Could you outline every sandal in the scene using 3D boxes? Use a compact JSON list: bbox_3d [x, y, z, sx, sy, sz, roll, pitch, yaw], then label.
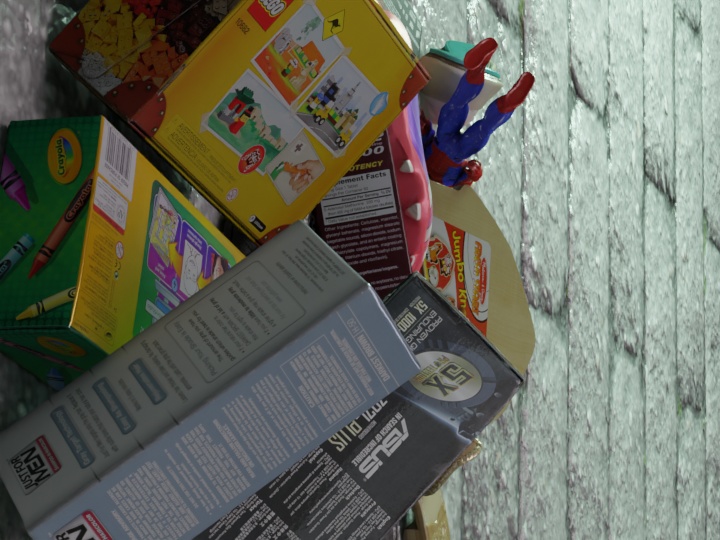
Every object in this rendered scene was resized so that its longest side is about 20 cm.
[{"bbox_3d":[0.062,0.144,1.678,0.078,0.069,0.212,-57,139,-58],"label":"sandal"}]

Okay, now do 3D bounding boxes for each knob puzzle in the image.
[{"bbox_3d":[0.067,0.033,1.662,0.219,0.030,0.221,15,71,-51],"label":"knob puzzle"}]

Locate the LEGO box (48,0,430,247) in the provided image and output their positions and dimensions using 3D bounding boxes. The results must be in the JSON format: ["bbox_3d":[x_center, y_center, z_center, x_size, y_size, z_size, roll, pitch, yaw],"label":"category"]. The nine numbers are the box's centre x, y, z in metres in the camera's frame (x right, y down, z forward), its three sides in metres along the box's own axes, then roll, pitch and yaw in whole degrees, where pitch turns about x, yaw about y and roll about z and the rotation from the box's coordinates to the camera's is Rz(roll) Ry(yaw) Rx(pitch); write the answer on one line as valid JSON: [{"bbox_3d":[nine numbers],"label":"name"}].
[{"bbox_3d":[-0.063,-0.118,1.259,0.149,0.077,0.200,-48,150,-2],"label":"LEGO box"}]

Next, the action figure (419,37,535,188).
[{"bbox_3d":[0.073,-0.101,1.667,0.052,0.065,0.200,-49,175,-26],"label":"action figure"}]

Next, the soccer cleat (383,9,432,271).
[{"bbox_3d":[0.020,-0.085,1.556,0.076,0.066,0.201,-30,114,-71],"label":"soccer cleat"}]

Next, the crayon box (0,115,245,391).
[{"bbox_3d":[-0.129,0.012,1.196,0.200,0.058,0.119,48,43,-60],"label":"crayon box"}]

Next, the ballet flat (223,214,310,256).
[{"bbox_3d":[-0.041,0.045,1.431,0.067,0.057,0.201,-62,144,-53],"label":"ballet flat"}]

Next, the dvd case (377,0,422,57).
[{"bbox_3d":[0.006,-0.136,1.637,0.146,0.022,0.201,53,38,-57],"label":"dvd case"}]

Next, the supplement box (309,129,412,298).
[{"bbox_3d":[0.000,0.000,1.472,0.109,0.061,0.201,-144,-136,-82],"label":"supplement box"}]

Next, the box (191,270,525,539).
[{"bbox_3d":[-0.027,0.113,1.190,0.200,0.086,0.164,-45,-179,-23],"label":"box"}]

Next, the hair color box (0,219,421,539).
[{"bbox_3d":[-0.080,0.068,1.089,0.061,0.200,0.099,58,-8,-29],"label":"hair color box"}]

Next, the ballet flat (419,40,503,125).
[{"bbox_3d":[0.077,-0.143,1.748,0.200,0.069,0.070,-45,130,-79],"label":"ballet flat"}]
